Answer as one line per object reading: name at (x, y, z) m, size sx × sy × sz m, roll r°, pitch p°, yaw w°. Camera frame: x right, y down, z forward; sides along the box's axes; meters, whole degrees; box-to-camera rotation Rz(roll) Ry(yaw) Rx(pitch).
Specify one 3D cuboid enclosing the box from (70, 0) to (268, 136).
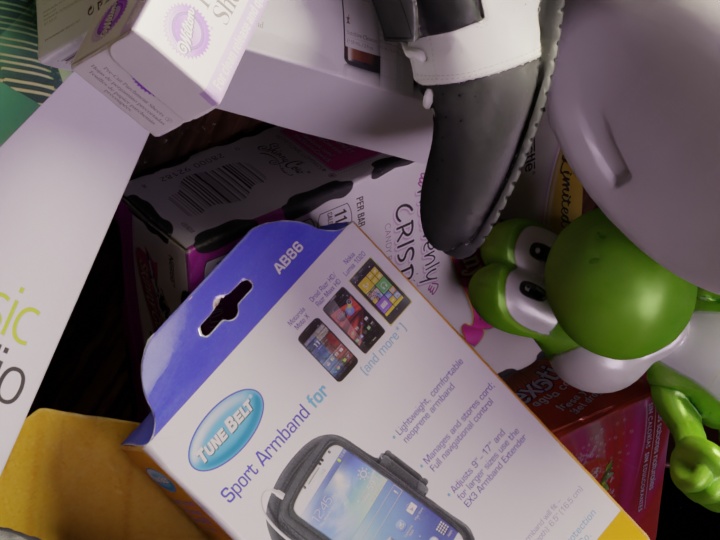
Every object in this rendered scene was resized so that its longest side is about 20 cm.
box at (-0.036, -0.136, 0.797) m, size 0.041 × 0.039 × 0.201 m, roll 39°, pitch 55°, yaw -24°

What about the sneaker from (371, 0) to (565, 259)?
sneaker at (0.030, -0.107, 0.836) m, size 0.088 × 0.074 × 0.202 m, roll 9°, pitch 99°, yaw -8°

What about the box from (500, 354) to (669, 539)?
box at (0.072, 0.123, 1.108) m, size 0.095 × 0.100 × 0.201 m, roll -21°, pitch 130°, yaw -30°

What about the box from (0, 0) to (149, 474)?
box at (-0.155, -0.014, 0.822) m, size 0.144 × 0.036 × 0.201 m, roll 30°, pitch 80°, yaw -48°

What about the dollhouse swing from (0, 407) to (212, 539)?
dollhouse swing at (-0.101, 0.163, 0.977) m, size 0.198 × 0.176 × 0.183 m, roll 10°, pitch 79°, yaw -16°

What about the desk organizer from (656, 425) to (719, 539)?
desk organizer at (0.162, 0.176, 1.242) m, size 0.071 × 0.077 × 0.201 m, roll -13°, pitch 126°, yaw -35°

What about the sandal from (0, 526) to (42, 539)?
sandal at (-0.108, 0.132, 0.845) m, size 0.199 × 0.045 × 0.075 m, roll 16°, pitch 146°, yaw -18°

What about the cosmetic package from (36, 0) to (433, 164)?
cosmetic package at (-0.026, -0.100, 0.866) m, size 0.199 × 0.083 × 0.050 m, roll 11°, pitch 153°, yaw -43°

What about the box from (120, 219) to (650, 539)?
box at (0.004, 0.077, 0.903) m, size 0.200 × 0.041 × 0.119 m, roll 47°, pitch 73°, yaw -11°

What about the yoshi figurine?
yoshi figurine at (0.144, 0.029, 0.966) m, size 0.199 × 0.113 × 0.112 m, roll 20°, pitch 126°, yaw -15°

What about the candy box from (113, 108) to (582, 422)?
candy box at (0.000, 0.000, 0.987) m, size 0.199 × 0.061 × 0.137 m, roll -25°, pitch 131°, yaw -28°

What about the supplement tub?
supplement tub at (0.179, -0.099, 0.893) m, size 0.200 × 0.145 × 0.146 m, roll -39°, pitch 138°, yaw -27°
